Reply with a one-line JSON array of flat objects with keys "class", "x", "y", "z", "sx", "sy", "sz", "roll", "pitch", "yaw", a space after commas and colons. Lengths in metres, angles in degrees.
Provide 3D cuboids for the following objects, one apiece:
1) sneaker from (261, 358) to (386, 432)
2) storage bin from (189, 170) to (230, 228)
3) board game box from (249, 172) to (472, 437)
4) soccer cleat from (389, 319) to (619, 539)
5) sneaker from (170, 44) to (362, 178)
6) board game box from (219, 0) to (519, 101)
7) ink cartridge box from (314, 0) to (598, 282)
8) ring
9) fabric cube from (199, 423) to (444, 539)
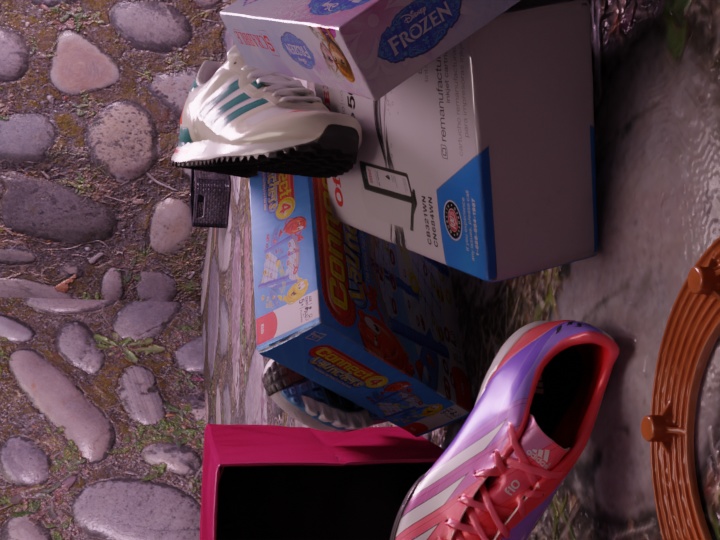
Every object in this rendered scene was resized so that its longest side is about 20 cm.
[{"class": "sneaker", "x": -0.024, "y": 0.101, "z": 0.832, "sx": 0.086, "sy": 0.200, "sz": 0.075, "roll": -24, "pitch": 69, "yaw": 26}, {"class": "storage bin", "x": -0.402, "y": -0.210, "z": 2.806, "sx": 0.200, "sy": 0.093, "sz": 0.136, "roll": -109, "pitch": 24, "yaw": -60}, {"class": "board game box", "x": 0.000, "y": 0.000, "z": 0.805, "sx": 0.056, "sy": 0.196, "sz": 0.201, "roll": -25, "pitch": 53, "yaw": 26}, {"class": "soccer cleat", "x": 0.076, "y": 0.114, "z": 0.571, "sx": 0.201, "sy": 0.068, "sz": 0.073, "roll": -59, "pitch": 9, "yaw": -14}, {"class": "sneaker", "x": -0.067, "y": -0.112, "z": 0.708, "sx": 0.199, "sy": 0.070, "sz": 0.094, "roll": 6, "pitch": 89, "yaw": 56}, {"class": "board game box", "x": 0.038, "y": -0.173, "z": 0.581, "sx": 0.041, "sy": 0.199, "sz": 0.200, "roll": 59, "pitch": 167, "yaw": -25}, {"class": "ink cartridge box", "x": 0.051, "y": -0.089, "z": 0.653, "sx": 0.200, "sy": 0.084, "sz": 0.147, "roll": 23, "pitch": 124, "yaw": 59}, {"class": "ring", "x": 0.164, "y": 0.076, "z": 0.433, "sx": 0.200, "sy": 0.019, "sz": 0.202, "roll": -177, "pitch": 90, "yaw": -77}, {"class": "fabric cube", "x": -0.031, "y": 0.237, "z": 0.874, "sx": 0.199, "sy": 0.199, "sz": 0.198, "roll": 176, "pitch": 95, "yaw": -79}]
